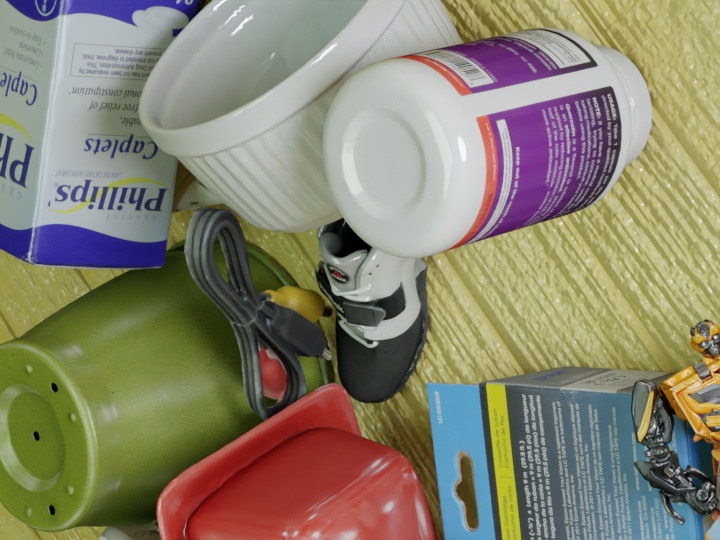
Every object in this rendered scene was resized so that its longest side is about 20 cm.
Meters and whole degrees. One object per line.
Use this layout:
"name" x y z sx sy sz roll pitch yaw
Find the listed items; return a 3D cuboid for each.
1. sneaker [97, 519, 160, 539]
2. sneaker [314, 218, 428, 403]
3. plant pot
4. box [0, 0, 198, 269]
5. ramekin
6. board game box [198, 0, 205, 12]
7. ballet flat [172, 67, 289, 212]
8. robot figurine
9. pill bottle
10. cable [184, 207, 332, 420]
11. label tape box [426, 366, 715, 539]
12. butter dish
"sneaker" -0.089 0.170 1.773 0.075 0.199 0.082 22 107 50
"sneaker" 0.000 0.000 1.712 0.074 0.088 0.201 28 121 34
"plant pot" -0.155 0.090 1.808 0.200 0.192 0.201 13 109 41
"box" -0.208 -0.118 1.799 0.184 0.105 0.201 24 109 53
"ramekin" -0.028 -0.115 1.635 0.200 0.201 0.105 -11 127 44
"board game box" -0.174 -0.145 1.882 0.105 0.023 0.201 42 127 30
"ballet flat" -0.092 -0.080 1.794 0.063 0.069 0.200 49 133 3
"robot figurine" 0.242 0.116 1.496 0.145 0.058 0.201 -30 86 0
"pill bottle" 0.079 -0.078 1.535 0.112 0.200 0.113 13 110 41
"cable" -0.076 0.031 1.698 0.050 0.200 0.097 15 74 34
"label tape box" 0.142 0.134 1.628 0.199 0.063 0.145 3 104 43
"butter dish" -0.009 0.196 1.681 0.147 0.199 0.201 3 113 40
